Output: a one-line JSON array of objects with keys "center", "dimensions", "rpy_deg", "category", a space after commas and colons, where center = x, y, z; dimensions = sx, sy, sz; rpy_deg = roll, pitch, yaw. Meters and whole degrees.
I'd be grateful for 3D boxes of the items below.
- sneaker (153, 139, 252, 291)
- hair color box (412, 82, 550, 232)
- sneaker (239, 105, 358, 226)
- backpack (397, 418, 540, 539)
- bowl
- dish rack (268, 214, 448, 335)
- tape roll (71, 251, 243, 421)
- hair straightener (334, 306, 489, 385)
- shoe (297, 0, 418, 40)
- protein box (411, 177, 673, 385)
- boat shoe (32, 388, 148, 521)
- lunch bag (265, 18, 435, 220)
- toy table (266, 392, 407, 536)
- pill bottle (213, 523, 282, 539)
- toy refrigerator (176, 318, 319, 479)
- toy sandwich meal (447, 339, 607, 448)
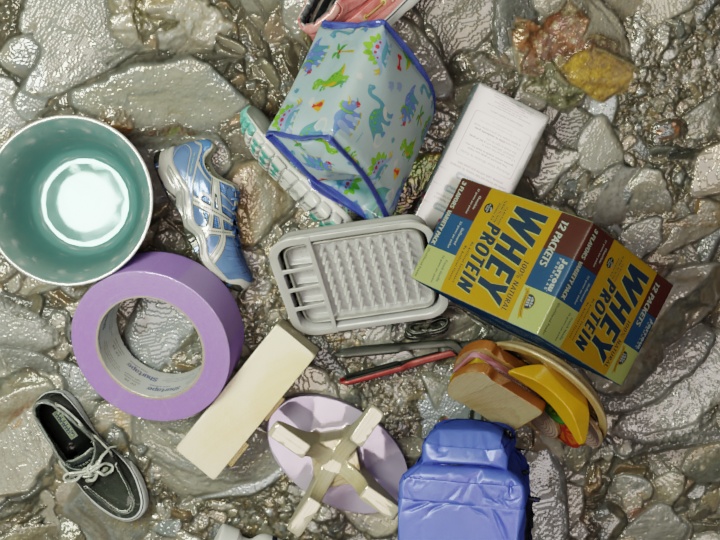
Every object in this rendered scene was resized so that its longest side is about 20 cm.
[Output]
[{"center": [-0.179, -0.068, 1.443], "dimensions": [0.077, 0.076, 0.200], "rpy_deg": [-26, 97, 5], "category": "sneaker"}, {"center": [0.144, -0.121, 1.456], "dimensions": [0.099, 0.061, 0.200], "rpy_deg": [26, 94, -4], "category": "hair color box"}, {"center": [-0.064, -0.137, 1.452], "dimensions": [0.200, 0.078, 0.091], "rpy_deg": [46, 77, -9], "category": "sneaker"}, {"center": [0.138, 0.265, 1.425], "dimensions": [0.162, 0.200, 0.168], "rpy_deg": [8, 89, 12], "category": "backpack"}, {"center": [-0.343, -0.083, 1.419], "dimensions": [0.200, 0.105, 0.201], "rpy_deg": [0, 92, -1], "category": "bowl"}, {"center": [0.000, 0.000, 1.431], "dimensions": [0.200, 0.044, 0.172], "rpy_deg": [-8, 134, 8], "category": "dish rack"}, {"center": [-0.246, 0.081, 1.430], "dimensions": [0.200, 0.066, 0.200], "rpy_deg": [4, 113, 11], "category": "tape roll"}, {"center": [0.063, 0.087, 1.484], "dimensions": [0.200, 0.041, 0.077], "rpy_deg": [-12, 96, 0], "category": "hair straightener"}, {"center": [0.013, -0.343, 1.404], "dimensions": [0.200, 0.091, 0.071], "rpy_deg": [-48, 50, 6], "category": "shoe"}, {"center": [0.210, 0.013, 1.356], "dimensions": [0.198, 0.200, 0.135], "rpy_deg": [29, 87, -44], "category": "protein box"}, {"center": [-0.340, 0.237, 1.473], "dimensions": [0.074, 0.068, 0.200], "rpy_deg": [-31, 96, 2], "category": "boat shoe"}, {"center": [0.006, -0.171, 1.380], "dimensions": [0.200, 0.127, 0.170], "rpy_deg": [41, 68, -45], "category": "lunch bag"}, {"center": [-0.028, 0.237, 1.460], "dimensions": [0.200, 0.117, 0.184], "rpy_deg": [23, 95, -3], "category": "toy table"}, {"center": [-0.101, 0.401, 1.475], "dimensions": [0.200, 0.116, 0.116], "rpy_deg": [25, 95, -3], "category": "pill bottle"}, {"center": [-0.137, 0.161, 1.466], "dimensions": [0.070, 0.076, 0.200], "rpy_deg": [40, 93, 0], "category": "toy refrigerator"}, {"center": [0.203, 0.160, 1.425], "dimensions": [0.205, 0.205, 0.070], "rpy_deg": [42, 64, -5], "category": "toy sandwich meal"}]
